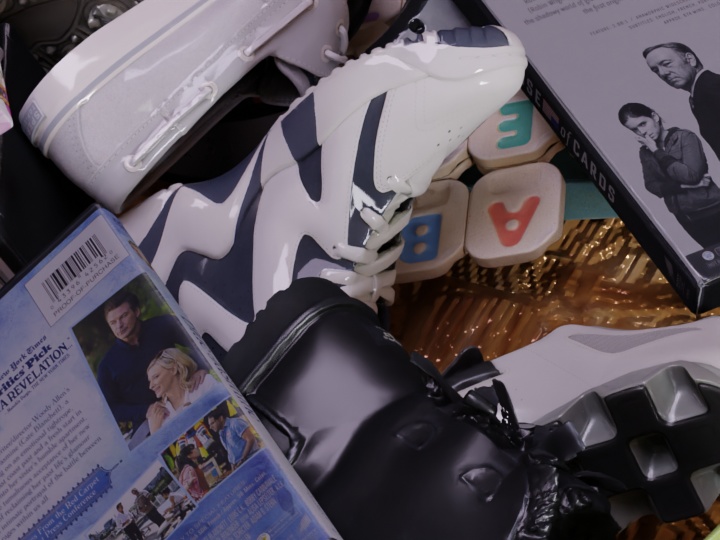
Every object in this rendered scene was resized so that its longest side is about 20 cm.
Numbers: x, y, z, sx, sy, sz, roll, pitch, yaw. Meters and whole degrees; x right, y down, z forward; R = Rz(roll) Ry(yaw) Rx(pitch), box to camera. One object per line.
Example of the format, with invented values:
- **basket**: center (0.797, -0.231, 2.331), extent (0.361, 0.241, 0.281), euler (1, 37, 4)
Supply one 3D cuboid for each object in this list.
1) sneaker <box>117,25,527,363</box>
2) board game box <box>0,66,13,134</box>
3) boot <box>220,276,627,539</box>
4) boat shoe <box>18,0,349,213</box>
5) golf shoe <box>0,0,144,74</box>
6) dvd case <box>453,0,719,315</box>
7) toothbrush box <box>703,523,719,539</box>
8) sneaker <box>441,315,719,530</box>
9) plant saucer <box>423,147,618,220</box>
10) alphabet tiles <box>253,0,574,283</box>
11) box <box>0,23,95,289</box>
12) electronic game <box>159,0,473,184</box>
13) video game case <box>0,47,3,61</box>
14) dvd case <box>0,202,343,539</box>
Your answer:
- **sneaker**: center (0.000, 0.000, 1.102), extent (0.199, 0.079, 0.130), euler (-30, 78, 14)
- **board game box**: center (-0.241, -0.070, 1.137), extent (0.199, 0.041, 0.200), euler (-31, 36, 9)
- **boot**: center (-0.010, 0.111, 0.976), extent (0.162, 0.073, 0.198), euler (38, 95, 40)
- **boat shoe**: center (-0.043, -0.095, 1.145), extent (0.200, 0.072, 0.069), euler (-36, 82, -28)
- **golf shoe**: center (-0.148, -0.124, 1.232), extent (0.200, 0.078, 0.097), euler (-18, 42, 50)
- **dvd case**: center (0.145, -0.081, 1.136), extent (0.150, 0.025, 0.200), euler (-20, 53, -20)
- **toothbrush box**: center (0.126, 0.170, 0.891), extent (0.200, 0.086, 0.146), euler (-41, 80, -16)
- **sneaker**: center (0.059, 0.065, 1.062), extent (0.200, 0.074, 0.089), euler (-13, 24, 19)
- **plant saucer**: center (0.096, -0.052, 1.179), extent (0.200, 0.019, 0.070), euler (-3, 49, 19)
- **alphabet tiles**: center (0.031, -0.074, 1.197), extent (0.200, 0.015, 0.196), euler (-9, 48, 19)
- **box**: center (-0.211, 0.003, 1.162), extent (0.200, 0.079, 0.141), euler (-25, 40, 15)
- **electronic game**: center (-0.032, -0.117, 1.229), extent (0.200, 0.042, 0.200), euler (-13, 51, 16)
- **video game case**: center (-0.240, -0.015, 1.127), extent (0.143, 0.018, 0.200), euler (-3, 47, 37)
- **dvd case**: center (-0.102, 0.081, 0.995), extent (0.143, 0.018, 0.200), euler (-43, 48, 5)
